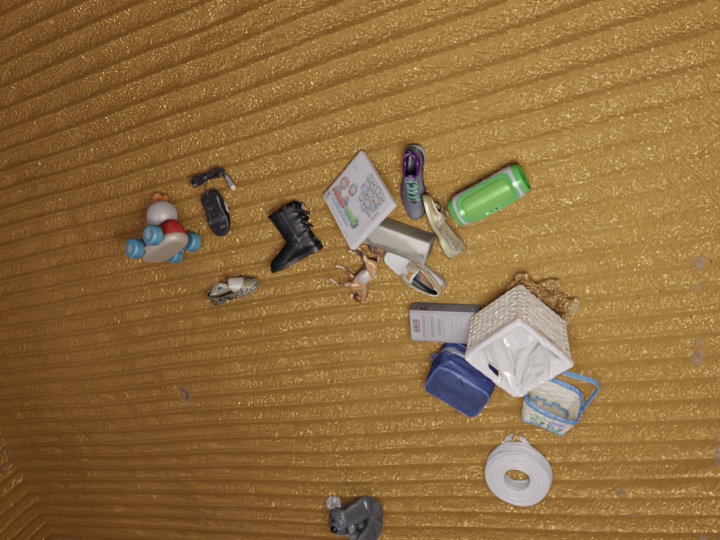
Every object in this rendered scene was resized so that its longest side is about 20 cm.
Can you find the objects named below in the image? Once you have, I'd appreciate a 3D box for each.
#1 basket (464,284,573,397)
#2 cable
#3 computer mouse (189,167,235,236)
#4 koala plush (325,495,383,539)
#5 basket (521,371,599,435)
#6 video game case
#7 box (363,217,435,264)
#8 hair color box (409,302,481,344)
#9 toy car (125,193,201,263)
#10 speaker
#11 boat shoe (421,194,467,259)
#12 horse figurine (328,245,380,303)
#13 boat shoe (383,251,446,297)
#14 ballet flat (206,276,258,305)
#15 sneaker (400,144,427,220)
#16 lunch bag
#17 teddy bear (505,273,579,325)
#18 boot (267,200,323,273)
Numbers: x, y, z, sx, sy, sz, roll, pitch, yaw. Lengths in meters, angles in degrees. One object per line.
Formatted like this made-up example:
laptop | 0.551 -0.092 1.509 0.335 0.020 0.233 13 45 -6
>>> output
basket | 0.403 0.182 1.463 0.197 0.162 0.200 37 127 -14
cable | 0.477 0.615 1.716 0.199 0.069 0.201 37 118 3
computer mouse | -0.426 -0.215 1.746 0.139 0.046 0.202 -22 97 22
koala plush | -0.037 0.872 1.982 0.199 0.183 0.179 -24 92 48
basket | 0.533 0.345 1.547 0.174 0.139 0.202 18 126 14
video game case | -0.007 -0.191 1.548 0.182 0.024 0.201 -45 58 29
box | 0.101 -0.090 1.573 0.198 0.082 0.069 21 117 13
hair color box | 0.243 0.150 1.625 0.197 0.061 0.100 1 111 20
toy car | -0.638 -0.143 1.807 0.176 0.183 0.202 -28 70 28
speaker | 0.325 -0.190 1.446 0.199 0.088 0.089 -27 99 27
boat shoe | 0.220 -0.125 1.516 0.062 0.074 0.201 -24 120 13
horse figurine | 0.000 0.000 1.659 0.132 0.050 0.201 32 113 -8
boat shoe | 0.150 0.005 1.597 0.198 0.068 0.075 29 118 8
ballet flat | -0.421 0.060 1.828 0.198 0.069 0.075 -21 139 28
sneaker | 0.132 -0.225 1.502 0.073 0.088 0.203 2 111 20
lunch bag | 0.285 0.300 1.631 0.199 0.133 0.137 31 134 5
teddy bear | 0.481 0.080 1.514 0.197 0.067 0.147 11 123 9
boot | -0.220 -0.101 1.693 0.197 0.073 0.164 -27 102 20
